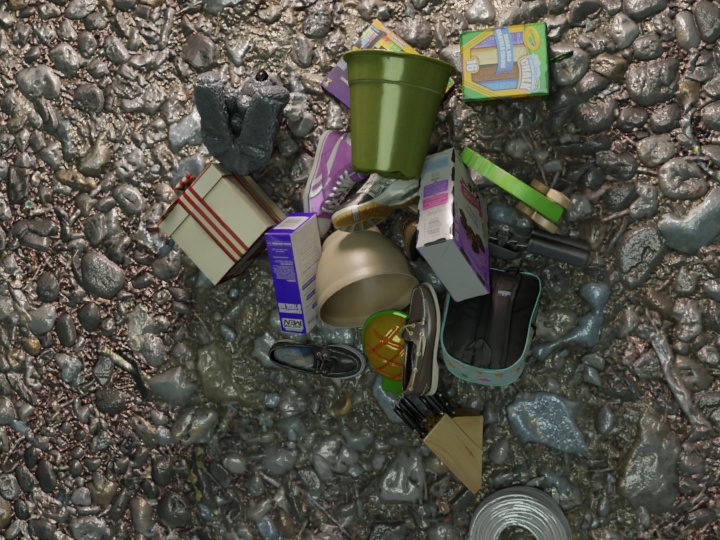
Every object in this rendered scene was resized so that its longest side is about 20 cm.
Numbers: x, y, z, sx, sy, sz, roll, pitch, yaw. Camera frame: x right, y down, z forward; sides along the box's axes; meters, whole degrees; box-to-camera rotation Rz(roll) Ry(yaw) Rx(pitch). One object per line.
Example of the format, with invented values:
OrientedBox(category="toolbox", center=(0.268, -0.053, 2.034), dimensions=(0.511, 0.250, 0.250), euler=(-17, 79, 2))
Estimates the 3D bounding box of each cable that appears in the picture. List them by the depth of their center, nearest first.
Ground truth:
OrientedBox(category="cable", center=(0.303, 0.514, 1.683), dimensions=(0.196, 0.069, 0.204), euler=(-20, 91, 13))

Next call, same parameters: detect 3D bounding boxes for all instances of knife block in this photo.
OrientedBox(category="knife block", center=(0.142, 0.318, 1.671), dimensions=(0.171, 0.064, 0.206), euler=(-1, 96, -13))

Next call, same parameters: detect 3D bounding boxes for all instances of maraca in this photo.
OrientedBox(category="maraca", center=(0.074, 0.162, 1.689), dimensions=(0.134, 0.107, 0.204), euler=(-6, 118, 24))

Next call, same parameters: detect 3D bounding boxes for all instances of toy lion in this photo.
OrientedBox(category="toy lion", center=(0.263, -0.156, 1.573), dimensions=(0.189, 0.200, 0.069), euler=(31, 100, -10))

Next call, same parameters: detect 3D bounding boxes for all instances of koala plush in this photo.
OrientedBox(category="koala plush", center=(-0.201, -0.301, 1.669), dimensions=(0.173, 0.201, 0.187), euler=(13, 126, 10))

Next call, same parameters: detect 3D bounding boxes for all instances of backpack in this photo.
OrientedBox(category="backpack", center=(0.229, 0.107, 1.602), dimensions=(0.172, 0.155, 0.203), euler=(11, 58, 9))

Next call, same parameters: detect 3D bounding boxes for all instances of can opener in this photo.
OrientedBox(category="can opener", center=(0.325, -0.041, 1.648), dimensions=(0.196, 0.054, 0.068), euler=(18, 131, 10))

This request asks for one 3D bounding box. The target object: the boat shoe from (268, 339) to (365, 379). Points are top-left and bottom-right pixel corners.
OrientedBox(category="boat shoe", center=(-0.089, 0.174, 1.742), dimensions=(0.195, 0.066, 0.072), euler=(12, 98, 11))

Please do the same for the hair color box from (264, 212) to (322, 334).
OrientedBox(category="hair color box", center=(-0.117, 0.005, 1.679), dimensions=(0.063, 0.109, 0.205), euler=(1, 113, 25))

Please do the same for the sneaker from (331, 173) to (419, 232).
OrientedBox(category="sneaker", center=(0.028, -0.141, 1.608), dimensions=(0.197, 0.076, 0.089), euler=(-26, 66, -11))

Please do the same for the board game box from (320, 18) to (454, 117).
OrientedBox(category="board game box", center=(0.050, -0.337, 1.639), dimensions=(0.199, 0.057, 0.166), euler=(40, 84, 12))

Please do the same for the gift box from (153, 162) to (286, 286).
OrientedBox(category="gift box", center=(-0.277, -0.092, 1.702), dimensions=(0.200, 0.184, 0.187), euler=(-43, 87, 9))

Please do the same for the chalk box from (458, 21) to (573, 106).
OrientedBox(category="chalk box", center=(0.281, -0.365, 1.582), dimensions=(0.195, 0.125, 0.127), euler=(-2, 95, 14))

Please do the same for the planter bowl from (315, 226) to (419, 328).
OrientedBox(category="planter bowl", center=(0.000, 0.000, 1.658), dimensions=(0.197, 0.200, 0.137), euler=(-24, 62, 13))

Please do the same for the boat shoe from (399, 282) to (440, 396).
OrientedBox(category="boat shoe", center=(0.103, 0.124, 1.594), dimensions=(0.058, 0.072, 0.206), euler=(-2, 96, -23))

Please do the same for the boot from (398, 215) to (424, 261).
OrientedBox(category="boot", center=(0.094, -0.066, 1.613), dimensions=(0.075, 0.200, 0.074), euler=(40, 93, 12))

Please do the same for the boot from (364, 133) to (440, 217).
OrientedBox(category="boot", center=(0.106, -0.190, 1.668), dimensions=(0.198, 0.070, 0.148), euler=(34, 95, 3))

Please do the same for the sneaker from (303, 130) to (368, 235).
OrientedBox(category="sneaker", center=(-0.042, -0.160, 1.678), dimensions=(0.113, 0.072, 0.206), euler=(16, 100, 37))

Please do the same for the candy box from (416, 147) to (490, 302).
OrientedBox(category="candy box", center=(0.164, -0.080, 1.546), dimensions=(0.070, 0.168, 0.204), euler=(-14, 51, 25))

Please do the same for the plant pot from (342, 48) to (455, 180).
OrientedBox(category="plant pot", center=(0.055, -0.257, 1.512), dimensions=(0.195, 0.200, 0.195), euler=(7, 91, 12))
